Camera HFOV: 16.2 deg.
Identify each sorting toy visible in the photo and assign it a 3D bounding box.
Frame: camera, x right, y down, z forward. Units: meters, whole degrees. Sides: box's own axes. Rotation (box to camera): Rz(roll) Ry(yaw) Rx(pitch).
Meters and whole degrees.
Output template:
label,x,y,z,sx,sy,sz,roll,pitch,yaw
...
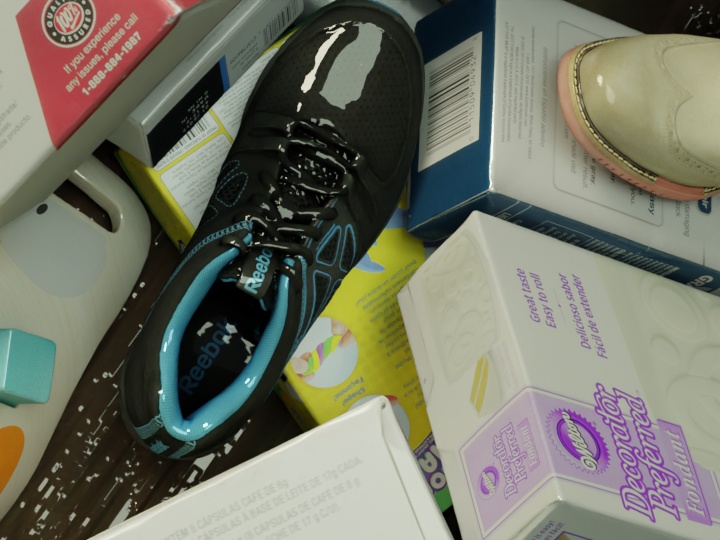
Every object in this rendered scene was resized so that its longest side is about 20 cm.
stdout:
label,x,y,z,sx,sy,sz,roll,pitch,yaw
sorting toy,-0.174,-0.008,1.012,0.200,0.107,0.180,45,52,-3

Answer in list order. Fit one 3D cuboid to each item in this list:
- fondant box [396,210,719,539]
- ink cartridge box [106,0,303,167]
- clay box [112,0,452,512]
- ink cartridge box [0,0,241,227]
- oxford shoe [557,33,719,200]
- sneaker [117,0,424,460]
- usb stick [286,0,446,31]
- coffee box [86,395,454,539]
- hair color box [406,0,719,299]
label,x,y,z,sx,sy,sz,roll,pitch,yaw
fondant box,0.121,0.071,1.001,0.200,0.058,0.144,17,41,-32
ink cartridge box,-0.130,-0.133,1.042,0.200,0.039,0.099,35,69,19
clay box,0.000,0.000,1.061,0.115,0.048,0.200,-35,97,-14
ink cartridge box,-0.160,-0.130,0.939,0.200,0.145,0.083,48,28,1
oxford shoe,0.168,-0.069,1.029,0.200,0.074,0.071,3,71,-37
sneaker,-0.028,-0.014,0.985,0.073,0.082,0.200,26,86,-6
usb stick,0.010,-0.106,1.103,0.200,0.033,0.055,38,77,-6
coffee box,-0.039,0.181,0.924,0.199,0.198,0.200,-25,86,-3
hair color box,0.116,-0.042,1.068,0.200,0.060,0.100,18,64,-31
